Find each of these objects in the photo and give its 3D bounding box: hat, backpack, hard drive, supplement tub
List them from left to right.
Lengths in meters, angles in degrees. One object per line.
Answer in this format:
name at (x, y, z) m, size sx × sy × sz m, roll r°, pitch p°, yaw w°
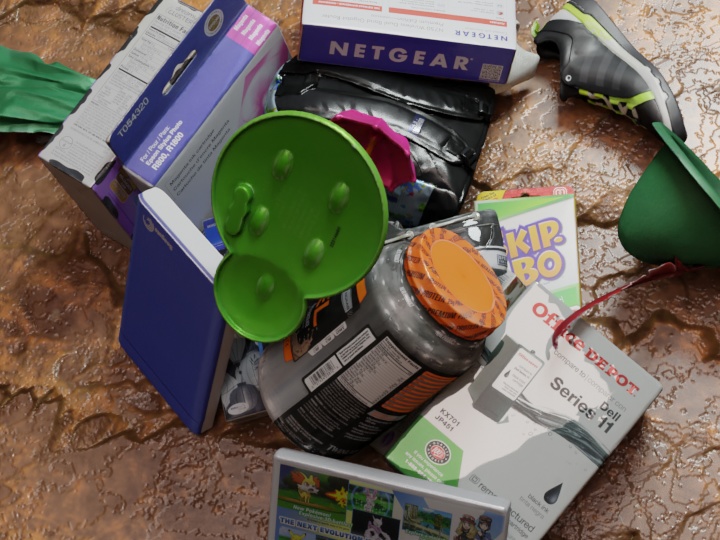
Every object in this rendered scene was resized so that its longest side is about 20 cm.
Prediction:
hard drive at (-0.164, 0.040, 1.261) m, size 0.025 × 0.200 × 0.132 m, roll -26°, pitch 60°, yaw -34°
backpack at (0.004, -0.126, 1.322) m, size 0.200 × 0.154 × 0.163 m, roll 24°, pitch 55°, yaw -9°
supplement tub at (0.018, 0.060, 1.162) m, size 0.200 × 0.122 × 0.123 m, roll -40°, pitch 60°, yaw 31°
hat at (0.246, -0.015, 1.235) m, size 0.176 × 0.200 × 0.166 m, roll -43°, pitch 48°, yaw 16°

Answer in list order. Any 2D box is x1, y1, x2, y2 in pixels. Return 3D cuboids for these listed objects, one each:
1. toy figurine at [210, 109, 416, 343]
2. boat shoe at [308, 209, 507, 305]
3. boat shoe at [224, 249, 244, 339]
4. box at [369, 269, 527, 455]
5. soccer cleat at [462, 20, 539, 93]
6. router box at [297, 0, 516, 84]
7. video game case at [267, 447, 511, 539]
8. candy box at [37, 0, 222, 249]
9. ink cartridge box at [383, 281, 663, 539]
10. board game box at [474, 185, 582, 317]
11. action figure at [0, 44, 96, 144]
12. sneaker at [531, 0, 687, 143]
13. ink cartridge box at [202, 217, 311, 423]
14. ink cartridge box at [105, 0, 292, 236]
toy figurine at (-0.025, -0.055, 1.172) m, size 0.150 × 0.184 × 0.200 m, roll 30°, pitch 117°, yaw 12°
boat shoe at (0.027, -0.014, 1.236) m, size 0.199 × 0.074 × 0.068 m, roll -12°, pitch 77°, yaw 14°
boat shoe at (-0.094, -0.041, 1.249) m, size 0.062 × 0.073 × 0.200 m, roll 24°, pitch 99°, yaw 22°
box at (0.068, 0.075, 1.262) m, size 0.041 × 0.039 × 0.200 m, roll 39°, pitch 88°, yaw 33°
soccer cleat at (0.105, -0.251, 1.406) m, size 0.086 × 0.070 × 0.200 m, roll -15°, pitch 58°, yaw -23°
router box at (0.044, -0.268, 1.333) m, size 0.199 × 0.049 × 0.180 m, roll 7°, pitch 54°, yaw -4°
video game case at (0.016, 0.251, 1.165) m, size 0.199 × 0.022 × 0.183 m, roll 11°, pitch 109°, yaw 16°
candy box at (-0.196, -0.135, 1.353) m, size 0.071 × 0.168 × 0.200 m, roll 29°, pitch 75°, yaw 20°
ink cartridge box at (0.137, 0.130, 1.195) m, size 0.147 × 0.083 × 0.200 m, roll 39°, pitch 82°, yaw 8°
board game box at (0.155, 0.011, 1.298) m, size 0.095 × 0.030 × 0.201 m, roll -4°, pitch 64°, yaw 9°
action figure at (-0.320, -0.172, 1.458) m, size 0.199 × 0.055 × 0.118 m, roll 12°, pitch 68°, yaw 9°
sneaker at (0.233, -0.175, 1.345) m, size 0.083 × 0.072 × 0.200 m, roll -35°, pitch 57°, yaw 3°
ink cartridge box at (-0.095, 0.032, 1.299) m, size 0.099 × 0.039 × 0.201 m, roll -18°, pitch 76°, yaw 20°
ink cartridge box at (-0.135, -0.140, 1.326) m, size 0.043 × 0.200 × 0.197 m, roll 30°, pitch 76°, yaw 21°
